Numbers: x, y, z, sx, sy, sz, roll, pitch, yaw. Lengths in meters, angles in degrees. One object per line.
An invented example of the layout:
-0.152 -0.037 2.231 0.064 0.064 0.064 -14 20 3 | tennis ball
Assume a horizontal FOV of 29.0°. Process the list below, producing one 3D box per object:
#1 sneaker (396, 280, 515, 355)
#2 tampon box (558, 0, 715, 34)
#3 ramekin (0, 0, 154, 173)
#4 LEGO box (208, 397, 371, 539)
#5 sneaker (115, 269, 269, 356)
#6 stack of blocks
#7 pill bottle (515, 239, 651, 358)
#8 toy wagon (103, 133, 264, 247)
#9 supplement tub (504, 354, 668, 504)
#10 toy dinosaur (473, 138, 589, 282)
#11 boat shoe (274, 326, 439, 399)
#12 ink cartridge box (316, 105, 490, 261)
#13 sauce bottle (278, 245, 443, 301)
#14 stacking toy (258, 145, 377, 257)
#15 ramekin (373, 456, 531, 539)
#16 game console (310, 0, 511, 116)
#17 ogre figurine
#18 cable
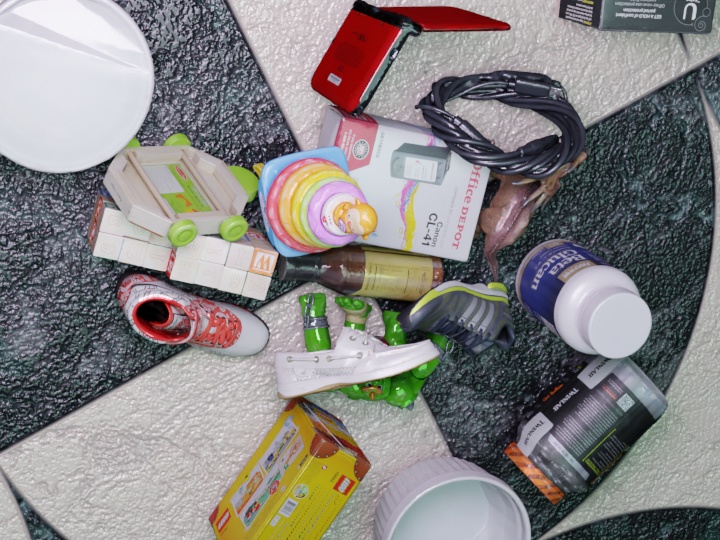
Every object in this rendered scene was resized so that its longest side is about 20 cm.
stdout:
0.125 0.061 1.700 0.200 0.081 0.074 -4 152 -45 | sneaker
0.334 -0.388 1.648 0.150 0.126 0.200 0 107 -16 | tampon box
-0.330 -0.214 1.522 0.202 0.094 0.203 -5 108 -14 | ramekin
-0.090 0.274 1.710 0.077 0.149 0.200 33 95 -23 | LEGO box
-0.191 0.067 1.640 0.201 0.108 0.067 25 98 -22 | sneaker
-0.206 -0.030 1.603 0.200 0.115 0.059 14 102 -19 | stack of blocks
0.277 0.037 1.719 0.111 0.200 0.111 -5 107 -15 | pill bottle
-0.186 -0.091 1.573 0.200 0.155 0.040 -6 138 -41 | toy wagon
0.291 0.202 1.815 0.200 0.123 0.123 -43 113 -1 | supplement tub
0.187 -0.077 1.693 0.086 0.136 0.200 18 101 -20 | toy dinosaur
-0.009 0.100 1.638 0.200 0.071 0.069 -13 86 9 | boat shoe
0.043 -0.103 1.671 0.200 0.086 0.148 10 102 -17 | ink cartridge box
0.000 0.000 1.702 0.200 0.066 0.066 6 104 -16 | sauce bottle
-0.029 -0.063 1.504 0.110 0.200 0.116 -16 105 -18 | stacking toy
0.112 0.338 1.813 0.200 0.105 0.201 -5 108 -15 | ramekin
0.050 -0.240 1.568 0.119 0.200 0.173 28 96 -21 | game console
0.015 0.103 1.724 0.200 0.098 0.120 16 83 -35 | ogre figurine
0.162 -0.172 1.645 0.200 0.163 0.051 5 141 -7 | cable
